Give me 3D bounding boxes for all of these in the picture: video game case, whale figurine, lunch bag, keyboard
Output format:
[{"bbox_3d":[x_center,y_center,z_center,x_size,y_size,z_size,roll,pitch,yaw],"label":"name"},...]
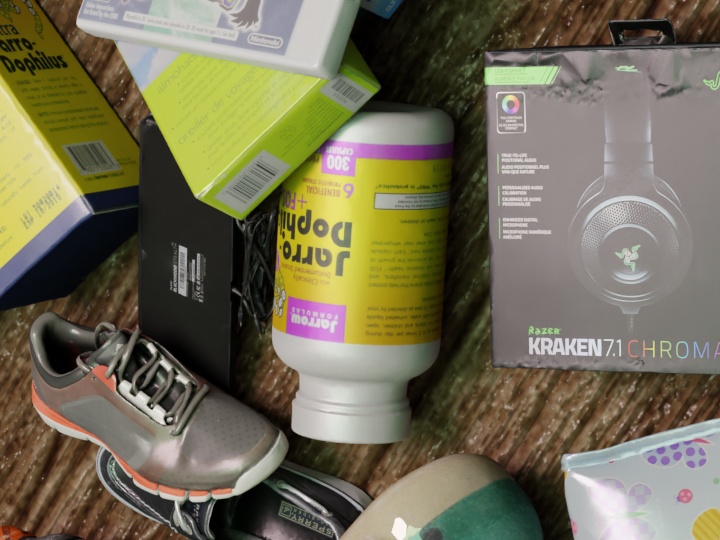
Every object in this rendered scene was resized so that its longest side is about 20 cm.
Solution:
[{"bbox_3d":[-0.066,-0.213,1.712,0.199,0.023,0.183,13,82,39],"label":"video game case"},{"bbox_3d":[0.026,0.201,1.744,0.200,0.159,0.104,-42,74,2],"label":"whale figurine"},{"bbox_3d":[0.232,0.166,1.651,0.199,0.127,0.170,-16,80,14],"label":"lunch bag"},{"bbox_3d":[-0.090,-0.002,1.827,0.104,0.040,0.201,22,127,28],"label":"keyboard"}]

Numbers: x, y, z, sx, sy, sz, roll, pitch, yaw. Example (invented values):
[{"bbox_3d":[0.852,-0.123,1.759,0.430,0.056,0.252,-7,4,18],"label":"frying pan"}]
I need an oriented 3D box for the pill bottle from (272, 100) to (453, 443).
[{"bbox_3d":[0.000,0.000,1.762,0.104,0.104,0.201,7,98,24],"label":"pill bottle"}]

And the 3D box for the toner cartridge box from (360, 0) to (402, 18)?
[{"bbox_3d":[-0.021,-0.248,1.738,0.095,0.043,0.200,-52,54,16],"label":"toner cartridge box"}]

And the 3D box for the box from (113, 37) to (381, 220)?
[{"bbox_3d":[-0.080,-0.141,1.745,0.122,0.048,0.200,-42,51,16],"label":"box"}]

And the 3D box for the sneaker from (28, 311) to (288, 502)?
[{"bbox_3d":[-0.137,0.080,1.818,0.199,0.077,0.082,18,141,31],"label":"sneaker"}]

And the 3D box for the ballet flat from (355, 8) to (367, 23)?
[{"bbox_3d":[-0.042,-0.155,1.794,0.200,0.069,0.063,-44,63,15],"label":"ballet flat"}]

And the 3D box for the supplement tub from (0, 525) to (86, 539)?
[{"bbox_3d":[-0.163,0.246,1.856,0.199,0.122,0.123,23,105,21],"label":"supplement tub"}]

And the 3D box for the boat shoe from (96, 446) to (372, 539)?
[{"bbox_3d":[-0.088,0.145,1.840,0.199,0.068,0.072,19,104,22],"label":"boat shoe"}]

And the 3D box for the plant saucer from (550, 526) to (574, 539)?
[{"bbox_3d":[0.167,0.247,1.752,0.199,0.032,0.201,3,97,24],"label":"plant saucer"}]

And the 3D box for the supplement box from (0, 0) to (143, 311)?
[{"bbox_3d":[-0.234,-0.088,1.861,0.109,0.109,0.200,-40,80,23],"label":"supplement box"}]

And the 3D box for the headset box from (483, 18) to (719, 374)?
[{"bbox_3d":[0.168,-0.045,1.685,0.173,0.093,0.201,2,96,25],"label":"headset box"}]
